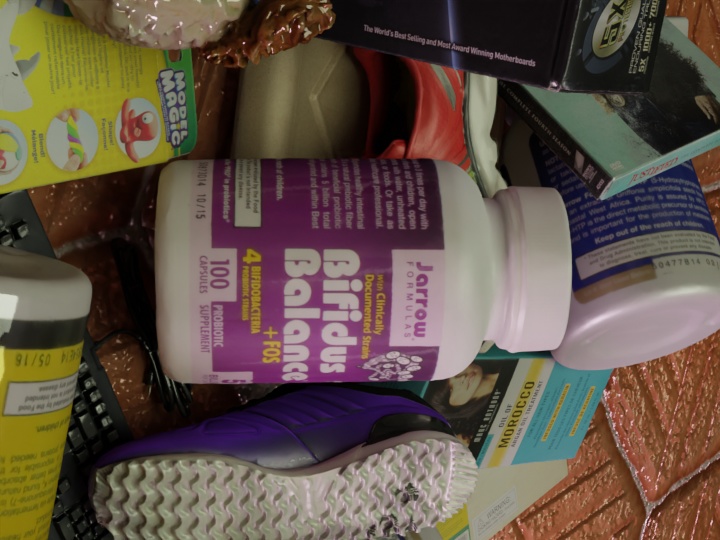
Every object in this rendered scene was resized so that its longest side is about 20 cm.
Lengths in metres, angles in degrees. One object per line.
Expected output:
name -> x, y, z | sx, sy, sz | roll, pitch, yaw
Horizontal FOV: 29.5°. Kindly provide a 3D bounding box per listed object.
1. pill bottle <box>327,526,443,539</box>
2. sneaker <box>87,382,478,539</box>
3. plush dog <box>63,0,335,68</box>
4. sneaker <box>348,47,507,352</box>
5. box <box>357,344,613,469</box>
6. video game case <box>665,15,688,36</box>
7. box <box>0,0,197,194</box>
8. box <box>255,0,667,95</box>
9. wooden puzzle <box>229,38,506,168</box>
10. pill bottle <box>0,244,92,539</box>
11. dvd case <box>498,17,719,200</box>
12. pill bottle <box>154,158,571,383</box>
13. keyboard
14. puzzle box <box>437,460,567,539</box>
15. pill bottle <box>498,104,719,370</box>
pill bottle -> -0.052, 0.199, 0.739 | 0.199, 0.111, 0.112 | -21, 115, -26
sneaker -> -0.046, 0.099, 0.733 | 0.199, 0.100, 0.070 | -2, 118, -13
plush dog -> -0.078, -0.179, 0.582 | 0.199, 0.160, 0.172 | 21, 101, -18
sneaker -> 0.031, -0.047, 0.768 | 0.085, 0.077, 0.201 | -13, 96, -36
box -> 0.079, 0.078, 0.866 | 0.200, 0.049, 0.083 | 3, 113, -48
video game case -> 0.188, -0.088, 1.024 | 0.182, 0.023, 0.201 | -12, 107, -46
box -> -0.160, -0.096, 0.619 | 0.199, 0.048, 0.118 | -15, 108, -43
box -> 0.046, -0.181, 0.641 | 0.086, 0.199, 0.165 | -7, 112, -52
wooden puzzle -> -0.001, -0.055, 0.810 | 0.199, 0.046, 0.186 | 3, 96, -44
pill bottle -> -0.185, 0.090, 0.576 | 0.114, 0.114, 0.201 | 5, 99, -48
dvd case -> 0.129, -0.137, 0.826 | 0.146, 0.200, 0.022 | -23, 151, -35
pill bottle -> 0.000, 0.000, 0.687 | 0.199, 0.112, 0.113 | -1, 102, -4
keyboard -> -0.142, 0.047, 0.690 | 0.127, 0.021, 0.201 | -40, 126, -35
puzzle box -> 0.071, 0.125, 0.939 | 0.200, 0.025, 0.134 | -28, 118, -41
pill bottle -> 0.152, -0.050, 0.865 | 0.119, 0.119, 0.201 | 13, 56, -48
